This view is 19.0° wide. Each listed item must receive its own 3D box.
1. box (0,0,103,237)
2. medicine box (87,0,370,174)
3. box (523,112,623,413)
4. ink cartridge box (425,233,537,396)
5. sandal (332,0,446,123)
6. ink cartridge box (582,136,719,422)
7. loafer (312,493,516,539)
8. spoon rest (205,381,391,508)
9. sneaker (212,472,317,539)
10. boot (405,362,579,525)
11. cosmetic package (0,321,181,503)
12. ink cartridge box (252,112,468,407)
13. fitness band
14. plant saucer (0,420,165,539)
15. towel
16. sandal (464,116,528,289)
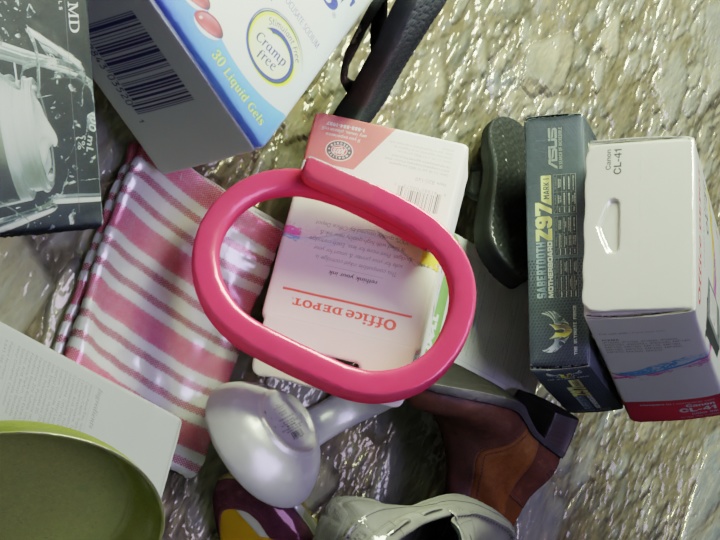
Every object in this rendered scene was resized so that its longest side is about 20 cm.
[{"bbox_3d":[-0.272,-0.115,1.288,0.196,0.124,0.201,-6,93,-47],"label":"box"},{"bbox_3d":[-0.105,-0.202,1.455,0.182,0.103,0.200,55,47,-26],"label":"medicine box"},{"bbox_3d":[0.165,-0.003,1.661,0.158,0.051,0.201,44,43,-69],"label":"box"},{"bbox_3d":[0.061,0.030,1.660,0.200,0.059,0.104,29,69,-41],"label":"ink cartridge box"},{"bbox_3d":[0.009,-0.157,1.543,0.043,0.200,0.076,39,53,4],"label":"sandal"},{"bbox_3d":[0.225,0.010,1.620,0.200,0.085,0.148,60,30,-61],"label":"ink cartridge box"},{"bbox_3d":[0.050,0.199,1.538,0.200,0.070,0.070,6,107,-48],"label":"loafer"},{"bbox_3d":[-0.044,0.112,1.531,0.100,0.061,0.200,57,32,10],"label":"spoon rest"},{"bbox_3d":[-0.062,0.239,1.517,0.090,0.075,0.200,-44,118,-43],"label":"sneaker"},{"bbox_3d":[0.061,0.175,1.631,0.188,0.068,0.200,22,97,-52],"label":"boot"},{"bbox_3d":[-0.220,0.091,1.343,0.200,0.101,0.074,33,59,-38],"label":"cosmetic package"},{"bbox_3d":[0.000,0.000,1.539,0.068,0.116,0.201,86,18,-71],"label":"ink cartridge box"},{"bbox_3d":[-0.019,0.008,1.478,0.200,0.037,0.144,25,75,3],"label":"fitness band"},{"bbox_3d":[-0.220,0.152,1.308,0.200,0.200,0.031,34,30,-39],"label":"plant saucer"},{"bbox_3d":[-0.133,0.026,1.487,0.146,0.030,0.201,34,65,-39],"label":"towel"},{"bbox_3d":[0.107,-0.056,1.698,0.075,0.048,0.201,48,30,-21],"label":"sandal"}]
